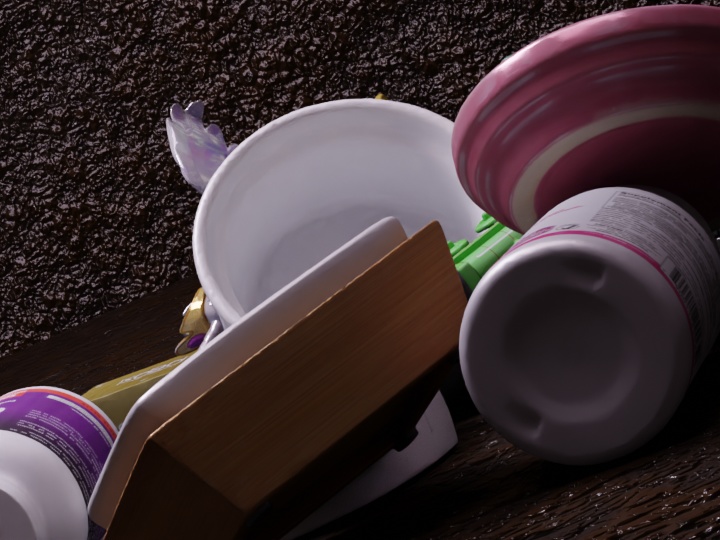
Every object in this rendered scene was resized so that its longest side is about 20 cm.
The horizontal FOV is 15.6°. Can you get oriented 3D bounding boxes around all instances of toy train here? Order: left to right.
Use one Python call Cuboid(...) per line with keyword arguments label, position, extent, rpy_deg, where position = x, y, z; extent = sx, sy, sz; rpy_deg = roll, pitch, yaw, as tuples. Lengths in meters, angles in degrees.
Cuboid(label="toy train", position=(0.055, 0.010, 1.535), extent=(0.200, 0.042, 0.056), rpy_deg=(-39, 8, -21))

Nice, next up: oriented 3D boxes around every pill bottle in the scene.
Cuboid(label="pill bottle", position=(-0.209, 0.140, 1.580), extent=(0.112, 0.113, 0.200), rpy_deg=(-23, 5, 8))
Cuboid(label="pill bottle", position=(0.125, 0.020, 1.339), extent=(0.113, 0.114, 0.200), rpy_deg=(-22, 5, 18))

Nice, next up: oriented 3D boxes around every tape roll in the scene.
Cuboid(label="tape roll", position=(-0.042, 0.118, 1.499), extent=(0.202, 0.037, 0.203), rpy_deg=(-23, 5, 2))

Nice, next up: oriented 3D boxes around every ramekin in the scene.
Cuboid(label="ramekin", position=(0.000, 0.000, 1.644), extent=(0.200, 0.201, 0.098), rpy_deg=(-24, -32, -11))

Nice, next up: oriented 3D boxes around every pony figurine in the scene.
Cuboid(label="pony figurine", position=(-0.049, -0.037, 1.838), extent=(0.200, 0.167, 0.193), rpy_deg=(-31, 34, 20))

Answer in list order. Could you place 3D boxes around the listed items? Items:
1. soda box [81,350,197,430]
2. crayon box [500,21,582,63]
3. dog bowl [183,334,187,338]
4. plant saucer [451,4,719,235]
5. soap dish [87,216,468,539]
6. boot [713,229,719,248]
Cuboid(label="soda box", position=(-0.120, 0.095, 1.913), extent=(0.200, 0.064, 0.068), rpy_deg=(-21, 7, 29))
Cuboid(label="crayon box", position=(0.152, -0.091, 1.682), extent=(0.058, 0.119, 0.200), rpy_deg=(-25, -2, 11))
Cuboid(label="dog bowl", position=(-0.031, 0.040, 2.020), extent=(0.200, 0.074, 0.200), rpy_deg=(-24, 6, 3))
Cuboid(label="plant saucer", position=(0.151, -0.067, 1.444), extent=(0.200, 0.051, 0.201), rpy_deg=(-8, -32, -5))
Cuboid(label="soap dish", position=(-0.037, 0.075, 1.326), extent=(0.200, 0.081, 0.157), rpy_deg=(-37, -13, -30))
Cuboid(label="boot", position=(0.235, -0.030, 1.645), extent=(0.130, 0.068, 0.200), rpy_deg=(-21, 4, -36))
